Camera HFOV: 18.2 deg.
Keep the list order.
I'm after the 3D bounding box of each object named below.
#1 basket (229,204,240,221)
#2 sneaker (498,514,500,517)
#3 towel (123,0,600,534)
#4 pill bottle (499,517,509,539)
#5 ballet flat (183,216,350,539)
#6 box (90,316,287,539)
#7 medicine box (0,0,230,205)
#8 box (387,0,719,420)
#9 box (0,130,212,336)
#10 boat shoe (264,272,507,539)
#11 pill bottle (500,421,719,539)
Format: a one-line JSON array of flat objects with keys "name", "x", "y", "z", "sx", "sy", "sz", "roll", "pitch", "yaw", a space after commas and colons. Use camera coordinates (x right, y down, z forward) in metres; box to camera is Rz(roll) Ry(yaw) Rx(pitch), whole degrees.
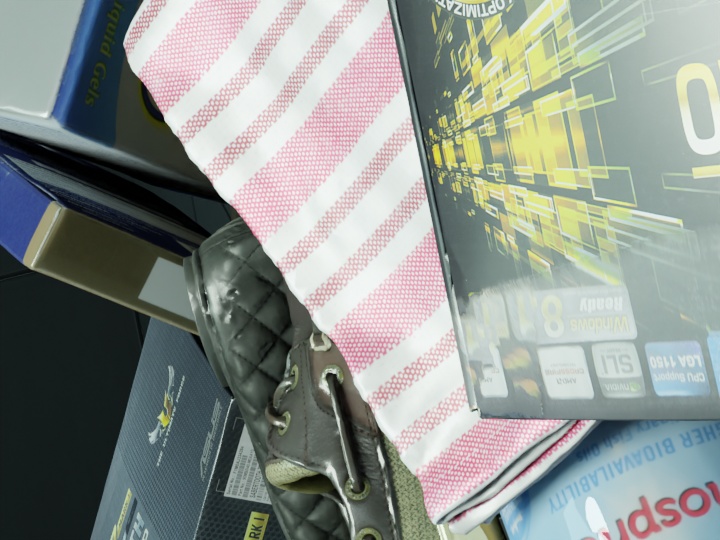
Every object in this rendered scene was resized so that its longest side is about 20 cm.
[{"name": "basket", "x": 0.006, "y": 0.031, "z": 1.078, "sx": 0.180, "sy": 0.136, "sz": 0.201, "roll": -165, "pitch": 65, "yaw": -70}, {"name": "sneaker", "x": 0.025, "y": 0.125, "z": 0.966, "sx": 0.076, "sy": 0.199, "sz": 0.115, "roll": -6, "pitch": -100, "yaw": -62}, {"name": "towel", "x": 0.011, "y": -0.039, "z": 0.645, "sx": 0.200, "sy": 0.030, "sz": 0.146, "roll": 54, "pitch": 135, "yaw": 15}, {"name": "pill bottle", "x": 0.046, "y": 0.151, "z": 0.819, "sx": 0.116, "sy": 0.199, "sz": 0.116, "roll": 166, "pitch": 90, "yaw": -80}, {"name": "ballet flat", "x": -0.010, "y": 0.064, "z": 0.850, "sx": 0.067, "sy": 0.057, "sz": 0.200, "roll": -98, "pitch": -11, "yaw": -54}, {"name": "box", "x": -0.077, "y": 0.121, "z": 0.987, "sx": 0.158, "sy": 0.051, "sz": 0.201, "roll": -131, "pitch": 56, "yaw": -67}, {"name": "medicine box", "x": -0.080, "y": -0.132, "z": 0.941, "sx": 0.200, "sy": 0.103, "sz": 0.183, "roll": 19, "pitch": -93, "yaw": -58}, {"name": "box", "x": 0.091, "y": -0.049, "z": 0.507, "sx": 0.200, "sy": 0.049, "sz": 0.162, "roll": -3, "pitch": 103, "yaw": 49}, {"name": "box", "x": -0.108, "y": -0.019, "z": 0.929, "sx": 0.032, "sy": 0.121, "sz": 0.200, "roll": -64, "pitch": 30, "yaw": 5}, {"name": "boat shoe", "x": -0.001, "y": 0.054, "z": 0.730, "sx": 0.073, "sy": 0.065, "sz": 0.200, "roll": 76, "pitch": 171, "yaw": -71}, {"name": "pill bottle", "x": 0.103, "y": 0.085, "z": 0.683, "sx": 0.109, "sy": 0.108, "sz": 0.201, "roll": 97, "pitch": 156, "yaw": -62}]
